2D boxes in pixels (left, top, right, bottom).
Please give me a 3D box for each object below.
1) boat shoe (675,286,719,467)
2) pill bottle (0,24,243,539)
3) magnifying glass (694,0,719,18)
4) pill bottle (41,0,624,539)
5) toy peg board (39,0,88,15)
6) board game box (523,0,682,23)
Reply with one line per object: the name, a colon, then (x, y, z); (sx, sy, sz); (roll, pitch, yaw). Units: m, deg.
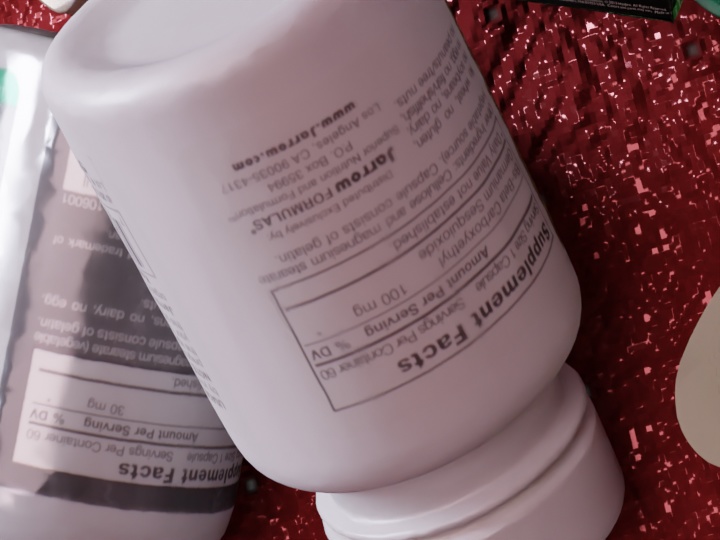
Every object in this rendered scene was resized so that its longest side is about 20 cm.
boat shoe: (0.177, -0.005, 0.826); (0.200, 0.062, 0.071); (-41, 60, 21)
pill bottle: (-0.088, 0.028, 0.937); (0.113, 0.113, 0.201); (14, 95, 27)
magnifying glass: (0.149, -0.068, 0.810); (0.080, 0.022, 0.200); (-44, 59, 18)
pill bottle: (0.000, 0.000, 0.850); (0.114, 0.114, 0.200); (-14, 118, 27)
toy peg board: (-0.135, -0.224, 0.979); (0.199, 0.098, 0.200); (39, 106, 23)
board game box: (-0.007, -0.128, 0.839); (0.199, 0.105, 0.024); (11, 53, 23)
